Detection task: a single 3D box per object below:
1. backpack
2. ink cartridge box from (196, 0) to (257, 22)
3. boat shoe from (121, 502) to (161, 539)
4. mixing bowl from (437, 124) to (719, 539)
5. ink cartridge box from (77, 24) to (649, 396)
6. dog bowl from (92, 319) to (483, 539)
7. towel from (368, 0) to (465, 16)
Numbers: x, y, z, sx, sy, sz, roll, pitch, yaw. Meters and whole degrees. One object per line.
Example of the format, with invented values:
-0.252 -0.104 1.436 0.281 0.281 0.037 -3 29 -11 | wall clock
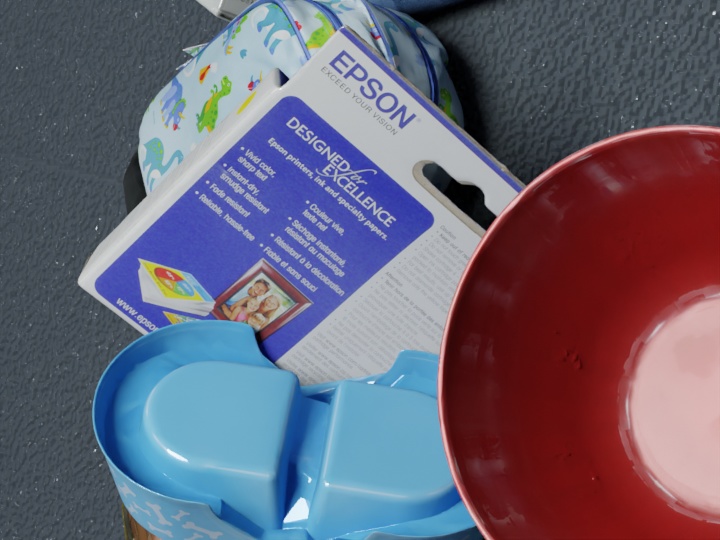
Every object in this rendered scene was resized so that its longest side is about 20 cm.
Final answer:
-0.037 -0.058 0.879 0.199 0.154 0.164 -29 58 21 | backpack
-0.064 -0.258 0.957 0.174 0.043 0.201 41 111 50 | ink cartridge box
-0.089 0.194 0.927 0.068 0.072 0.201 -37 52 36 | boat shoe
0.144 0.050 0.699 0.199 0.108 0.202 -7 75 28 | mixing bowl
0.000 0.000 0.801 0.200 0.197 0.047 -40 20 27 | ink cartridge box
-0.025 0.087 0.773 0.112 0.198 0.050 -80 -3 -47 | dog bowl
0.076 -0.201 0.847 0.199 0.048 0.113 -10 78 40 | towel
